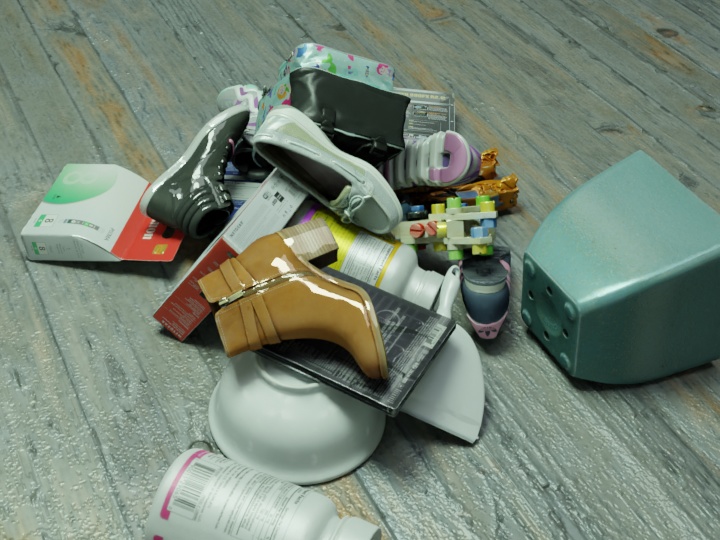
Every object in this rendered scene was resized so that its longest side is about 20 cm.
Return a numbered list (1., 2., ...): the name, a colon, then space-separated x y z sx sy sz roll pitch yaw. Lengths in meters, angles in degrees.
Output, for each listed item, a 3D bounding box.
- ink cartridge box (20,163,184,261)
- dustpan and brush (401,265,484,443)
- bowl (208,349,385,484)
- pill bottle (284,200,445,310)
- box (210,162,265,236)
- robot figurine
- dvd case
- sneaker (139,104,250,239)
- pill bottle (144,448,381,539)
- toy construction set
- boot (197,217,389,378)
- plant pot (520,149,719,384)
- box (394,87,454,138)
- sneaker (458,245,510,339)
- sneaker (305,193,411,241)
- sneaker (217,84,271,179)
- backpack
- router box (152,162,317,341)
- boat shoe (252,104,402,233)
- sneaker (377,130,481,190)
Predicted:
1. ink cartridge box: -0.320 -0.077 1.351 0.196 0.051 0.162 0 39 12
2. dustpan and brush: 0.091 0.079 1.171 0.138 0.057 0.203 25 69 -14
3. bowl: -0.068 0.125 1.121 0.197 0.092 0.203 3 40 -2
4. pill bottle: 0.000 0.000 1.258 0.197 0.105 0.105 25 42 8
5. box: -0.157 -0.116 1.450 0.119 0.033 0.202 4 41 -2
6. robot figurine: 0.116 -0.120 1.461 0.196 0.059 0.146 -8 40 -17
7. dvd case: -0.016 0.066 1.111 0.197 0.016 0.149 23 45 20
8. sneaker: -0.185 -0.122 1.341 0.099 0.071 0.201 34 70 14
9. pill bottle: -0.087 0.249 0.950 0.197 0.115 0.114 18 41 15
10. toy construction set: 0.085 -0.057 1.277 0.197 0.094 0.131 14 12 24
11. boot: -0.068 0.054 1.063 0.153 0.074 0.202 -26 62 -11
12. plant pot: 0.300 0.015 1.221 0.197 0.198 0.197 -21 45 -17
13. box: 0.047 -0.223 1.587 0.196 0.049 0.160 5 39 0
14. sneaker: 0.155 0.022 1.297 0.069 0.084 0.200 0 16 11
15. sneaker: -0.024 -0.086 1.360 0.196 0.091 0.079 7 29 -13
16. sneaker: -0.160 -0.187 1.449 0.198 0.079 0.139 30 44 27
17. backpack: -0.047 -0.189 1.327 0.175 0.200 0.153 11 68 -23
18. router box: -0.146 -0.032 1.236 0.049 0.179 0.201 41 41 -9
19. boat shoe: -0.038 -0.105 1.202 0.201 0.074 0.065 41 48 -15
20. sneaker: 0.080 -0.144 1.385 0.198 0.082 0.088 6 3 38
